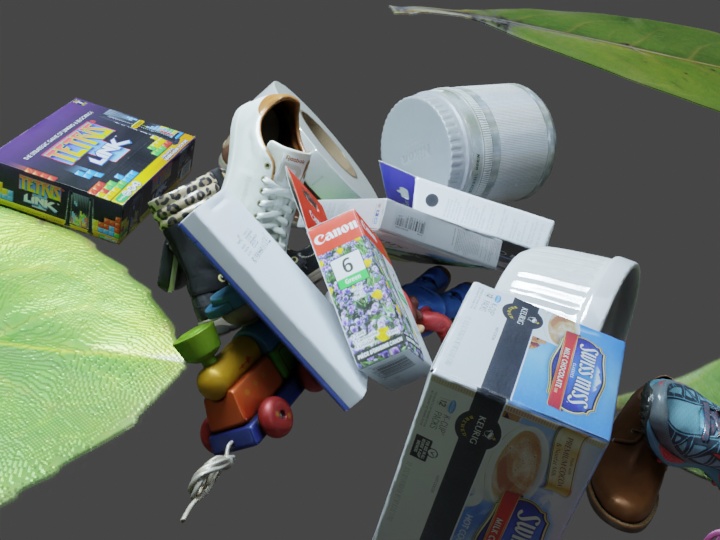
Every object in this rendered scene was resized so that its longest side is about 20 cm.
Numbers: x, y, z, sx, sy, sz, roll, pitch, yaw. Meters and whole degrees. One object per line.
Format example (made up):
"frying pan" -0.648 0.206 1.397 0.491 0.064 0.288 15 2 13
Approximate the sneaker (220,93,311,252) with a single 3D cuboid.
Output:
"sneaker" -0.089 -0.073 0.879 0.072 0.201 0.084 8 -13 -38

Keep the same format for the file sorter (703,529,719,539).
"file sorter" 0.253 0.276 0.648 0.199 0.126 0.139 -17 44 -40

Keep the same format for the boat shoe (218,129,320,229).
"boat shoe" -0.103 -0.118 1.149 0.200 0.072 0.076 35 37 28

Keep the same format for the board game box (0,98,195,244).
"board game box" -0.307 -0.122 1.087 0.164 0.057 0.200 19 32 4

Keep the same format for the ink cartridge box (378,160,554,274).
"ink cartridge box" 0.112 -0.050 1.061 0.199 0.044 0.198 21 -7 9

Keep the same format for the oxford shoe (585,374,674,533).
"oxford shoe" 0.260 0.163 0.877 0.071 0.072 0.200 25 35 11

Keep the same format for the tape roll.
"tape roll" -0.052 -0.142 1.133 0.203 0.037 0.203 49 10 -12

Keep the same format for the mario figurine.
"mario figurine" 0.040 0.057 0.966 0.123 0.107 0.200 -8 4 36

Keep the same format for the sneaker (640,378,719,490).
"sneaker" 0.338 0.146 0.841 0.199 0.095 0.080 29 59 -25

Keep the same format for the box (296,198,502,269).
"box" 0.035 -0.039 0.991 0.144 0.037 0.200 18 -4 -26

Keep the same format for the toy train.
"toy train" -0.115 0.095 0.762 0.116 0.084 0.200 61 34 -12

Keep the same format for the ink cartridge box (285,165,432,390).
"ink cartridge box" 0.000 0.000 0.835 0.050 0.109 0.201 -24 69 8

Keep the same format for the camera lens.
"camera lens" 0.148 -0.165 1.242 0.199 0.161 0.160 -11 40 -35

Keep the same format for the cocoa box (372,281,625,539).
"cocoa box" 0.106 0.140 0.724 0.131 0.201 0.133 22 33 10

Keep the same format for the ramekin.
"ramekin" 0.178 0.073 0.870 0.105 0.201 0.200 19 31 23

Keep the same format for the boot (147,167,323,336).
"boot" -0.116 -0.033 0.950 0.200 0.073 0.151 -33 98 -43

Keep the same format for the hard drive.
"hard drive" -0.067 0.019 0.800 0.200 0.025 0.132 49 10 -8

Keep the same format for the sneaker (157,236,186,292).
"sneaker" -0.147 -0.035 1.005 0.082 0.072 0.200 21 33 7
